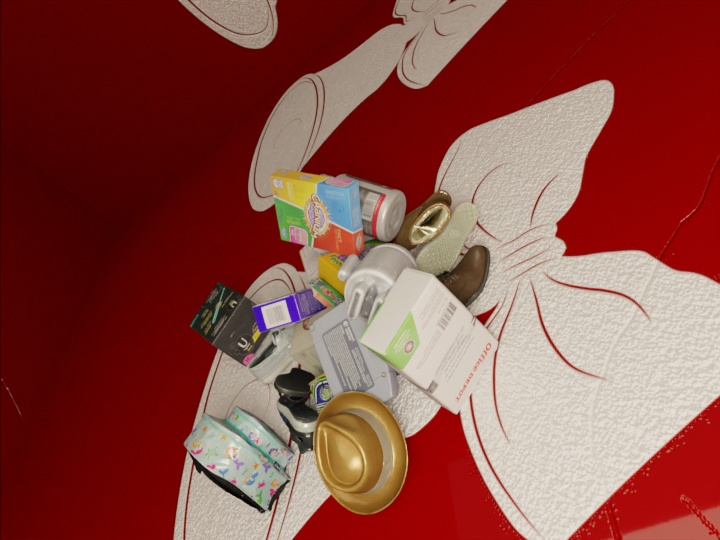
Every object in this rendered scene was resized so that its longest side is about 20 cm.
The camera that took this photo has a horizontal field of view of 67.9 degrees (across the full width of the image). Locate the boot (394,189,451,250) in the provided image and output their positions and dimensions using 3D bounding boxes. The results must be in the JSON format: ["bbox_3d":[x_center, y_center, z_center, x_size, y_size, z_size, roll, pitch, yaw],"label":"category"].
[{"bbox_3d":[0.121,-0.090,1.108,0.176,0.066,0.200,-51,2,21],"label":"boot"}]

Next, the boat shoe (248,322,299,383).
[{"bbox_3d":[-0.191,0.179,1.292,0.201,0.072,0.070,-49,32,-5],"label":"boat shoe"}]

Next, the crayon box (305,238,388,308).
[{"bbox_3d":[0.000,0.000,1.110,0.197,0.053,0.125,-20,37,-31],"label":"crayon box"}]

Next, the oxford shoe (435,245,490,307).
[{"bbox_3d":[0.178,0.027,1.003,0.072,0.084,0.202,12,64,55],"label":"oxford shoe"}]

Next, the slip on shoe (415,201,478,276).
[{"bbox_3d":[0.174,-0.052,1.113,0.202,0.073,0.061,-56,2,-2],"label":"slip on shoe"}]

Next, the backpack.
[{"bbox_3d":[-0.240,0.359,1.053,0.176,0.200,0.152,9,63,53],"label":"backpack"}]

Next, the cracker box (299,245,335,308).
[{"bbox_3d":[-0.065,0.025,1.245,0.057,0.134,0.201,-40,34,10],"label":"cracker box"}]

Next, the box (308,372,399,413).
[{"bbox_3d":[-0.001,0.202,1.035,0.199,0.070,0.065,-37,59,19],"label":"box"}]

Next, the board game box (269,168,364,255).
[{"bbox_3d":[-0.090,-0.122,1.115,0.197,0.156,0.040,14,37,29],"label":"board game box"}]

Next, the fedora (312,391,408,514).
[{"bbox_3d":[-0.018,0.303,0.891,0.197,0.081,0.205,-8,75,30],"label":"fedora"}]

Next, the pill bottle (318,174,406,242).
[{"bbox_3d":[-0.010,-0.142,1.150,0.197,0.111,0.112,21,70,24],"label":"pill bottle"}]

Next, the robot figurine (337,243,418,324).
[{"bbox_3d":[0.042,0.023,0.969,0.200,0.167,0.114,-52,-13,-57],"label":"robot figurine"}]

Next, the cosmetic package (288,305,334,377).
[{"bbox_3d":[-0.045,0.137,1.137,0.198,0.103,0.088,-27,35,27],"label":"cosmetic package"}]

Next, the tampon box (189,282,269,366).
[{"bbox_3d":[-0.353,0.144,1.471,0.199,0.126,0.151,16,69,54],"label":"tampon box"}]

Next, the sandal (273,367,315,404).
[{"bbox_3d":[-0.133,0.244,1.103,0.200,0.074,0.049,28,-98,-84],"label":"sandal"}]

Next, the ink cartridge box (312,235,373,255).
[{"bbox_3d":[-0.034,-0.082,1.247,0.067,0.197,0.119,-44,27,43],"label":"ink cartridge box"}]

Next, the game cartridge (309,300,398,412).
[{"bbox_3d":[-0.010,0.161,0.986,0.132,0.041,0.203,-32,66,17],"label":"game cartridge"}]

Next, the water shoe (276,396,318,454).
[{"bbox_3d":[-0.130,0.310,1.087,0.200,0.070,0.081,-172,81,-74],"label":"water shoe"}]

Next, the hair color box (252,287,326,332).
[{"bbox_3d":[-0.151,0.082,1.232,0.107,0.066,0.200,-17,-1,17],"label":"hair color box"}]

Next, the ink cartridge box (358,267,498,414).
[{"bbox_3d":[0.116,0.116,0.878,0.147,0.200,0.084,-55,31,-12],"label":"ink cartridge box"}]
